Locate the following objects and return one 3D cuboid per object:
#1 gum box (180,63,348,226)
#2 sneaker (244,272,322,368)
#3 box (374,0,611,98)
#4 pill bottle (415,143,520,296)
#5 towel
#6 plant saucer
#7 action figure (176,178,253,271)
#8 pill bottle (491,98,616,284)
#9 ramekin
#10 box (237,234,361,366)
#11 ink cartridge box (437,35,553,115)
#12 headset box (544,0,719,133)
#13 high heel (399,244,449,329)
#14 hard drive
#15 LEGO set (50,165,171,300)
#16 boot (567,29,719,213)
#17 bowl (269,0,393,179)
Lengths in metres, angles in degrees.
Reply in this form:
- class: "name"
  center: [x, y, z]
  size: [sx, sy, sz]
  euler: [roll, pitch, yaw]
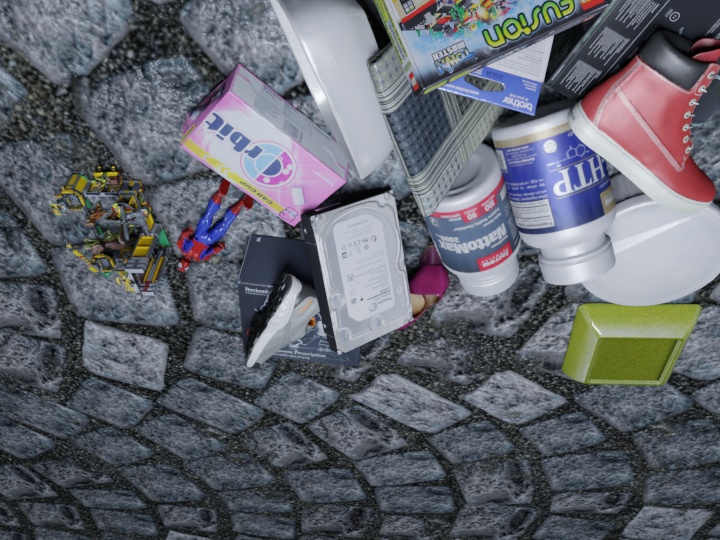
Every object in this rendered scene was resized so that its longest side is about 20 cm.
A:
- class: "gum box"
  center: [-0.124, -0.160, 0.841]
  size: [0.199, 0.067, 0.113]
  euler: [35, 129, -28]
- class: "sneaker"
  center: [-0.117, 0.088, 0.955]
  size: [0.078, 0.075, 0.200]
  euler: [20, 135, -22]
- class: "box"
  center: [0.119, -0.252, 0.593]
  size: [0.198, 0.035, 0.111]
  euler: [-26, 95, -7]
- class: "pill bottle"
  center: [0.154, -0.062, 0.880]
  size: [0.118, 0.121, 0.201]
  euler: [-12, 135, 19]
- class: "towel"
  center: [0.087, -0.196, 0.702]
  size: [0.034, 0.201, 0.194]
  euler: [13, 144, 39]
- class: "plant saucer"
  center: [0.464, 0.139, 1.115]
  size: [0.196, 0.048, 0.202]
  euler: [0, 137, 6]
- class: "action figure"
  center: [-0.234, -0.057, 0.984]
  size: [0.065, 0.052, 0.200]
  euler: [24, 137, -25]
- class: "pill bottle"
  center: [0.240, -0.093, 0.780]
  size: [0.118, 0.120, 0.202]
  euler: [-14, 106, 21]
- class: "ramekin"
  center: [0.389, -0.051, 0.883]
  size: [0.199, 0.095, 0.204]
  euler: [3, 138, 3]
- class: "box"
  center: [-0.089, 0.052, 1.041]
  size: [0.197, 0.105, 0.184]
  euler: [6, 136, -1]
- class: "ink cartridge box"
  center: [0.134, -0.260, 0.631]
  size: [0.118, 0.203, 0.042]
  euler: [13, 178, -8]
- class: "headset box"
  center: [0.320, -0.245, 0.682]
  size: [0.198, 0.094, 0.175]
  euler: [21, 135, -16]
- class: "high heel"
  center: [0.084, 0.056, 1.030]
  size: [0.066, 0.097, 0.201]
  euler: [12, 137, -7]
- class: "hard drive"
  center: [0.000, 0.000, 0.907]
  size: [0.138, 0.038, 0.203]
  euler: [-20, 111, -29]
- class: "LEGO set"
  center: [-0.372, -0.041, 0.960]
  size: [0.151, 0.117, 0.201]
  euler: [6, 137, 0]
- class: "boot"
  center: [0.335, -0.151, 0.663]
  size: [0.198, 0.073, 0.144]
  euler: [29, 132, -20]
- class: "bowl"
  center: [-0.025, -0.221, 0.686]
  size: [0.074, 0.201, 0.201]
  euler: [-26, 132, 2]
